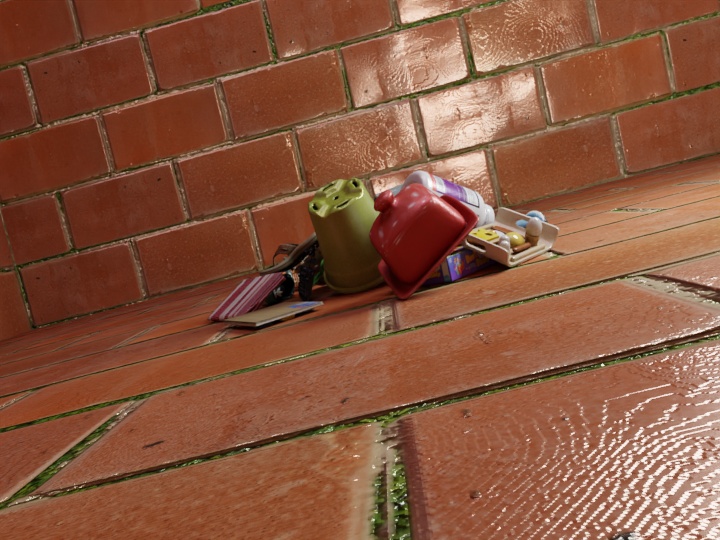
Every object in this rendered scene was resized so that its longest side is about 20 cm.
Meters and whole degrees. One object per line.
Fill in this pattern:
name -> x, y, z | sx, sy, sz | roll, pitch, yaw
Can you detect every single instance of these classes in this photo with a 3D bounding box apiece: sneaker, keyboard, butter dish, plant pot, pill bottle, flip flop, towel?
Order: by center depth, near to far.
butter dish -> 0.083, -0.082, 1.199 | 0.200, 0.148, 0.200 | -46, 22, 5
pill bottle -> 0.179, -0.125, 1.390 | 0.196, 0.116, 0.112 | 16, -10, -28
sneaker -> 0.330, -0.065, 1.418 | 0.089, 0.079, 0.199 | -36, 9, -23
plant pot -> -0.023, -0.088, 1.451 | 0.196, 0.187, 0.203 | -17, 36, 12
keyboard -> -0.123, 0.005, 1.522 | 0.020, 0.131, 0.200 | 10, 0, -11
towel -> -0.268, 0.067, 1.562 | 0.198, 0.023, 0.144 | -10, 33, 53
flip flop -> -0.164, -0.048, 1.609 | 0.198, 0.058, 0.081 | -37, -7, 17
sneaker -> -0.195, 0.040, 1.698 | 0.078, 0.073, 0.200 | -12, 13, 14

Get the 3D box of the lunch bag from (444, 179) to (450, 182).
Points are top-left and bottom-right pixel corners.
lunch bag -> 0.163, -0.127, 1.765 | 0.164, 0.206, 0.139 | -7, 4, 26

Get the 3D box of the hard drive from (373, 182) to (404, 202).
hard drive -> 0.139, -0.117, 1.493 | 0.137, 0.201, 0.033 | -23, -32, -28

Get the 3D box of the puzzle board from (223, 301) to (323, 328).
puzzle board -> -0.180, 0.090, 1.357 | 0.148, 0.018, 0.199 | -16, 5, -29

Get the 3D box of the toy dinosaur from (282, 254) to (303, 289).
toy dinosaur -> -0.153, 0.015, 1.878 | 0.196, 0.105, 0.135 | 5, 9, -35

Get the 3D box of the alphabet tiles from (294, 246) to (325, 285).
alphabet tiles -> -0.067, -0.021, 1.700 | 0.193, 0.015, 0.199 | 7, -37, -46

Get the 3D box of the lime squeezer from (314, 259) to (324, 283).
lime squeezer -> -0.065, -0.011, 1.616 | 0.198, 0.072, 0.038 | -36, -44, 20

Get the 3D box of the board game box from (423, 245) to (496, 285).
board game box -> 0.181, -0.017, 1.325 | 0.133, 0.046, 0.198 | -10, 6, 44

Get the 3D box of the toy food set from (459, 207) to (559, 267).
toy food set -> 0.272, -0.075, 1.279 | 0.142, 0.062, 0.197 | 26, 30, 37
